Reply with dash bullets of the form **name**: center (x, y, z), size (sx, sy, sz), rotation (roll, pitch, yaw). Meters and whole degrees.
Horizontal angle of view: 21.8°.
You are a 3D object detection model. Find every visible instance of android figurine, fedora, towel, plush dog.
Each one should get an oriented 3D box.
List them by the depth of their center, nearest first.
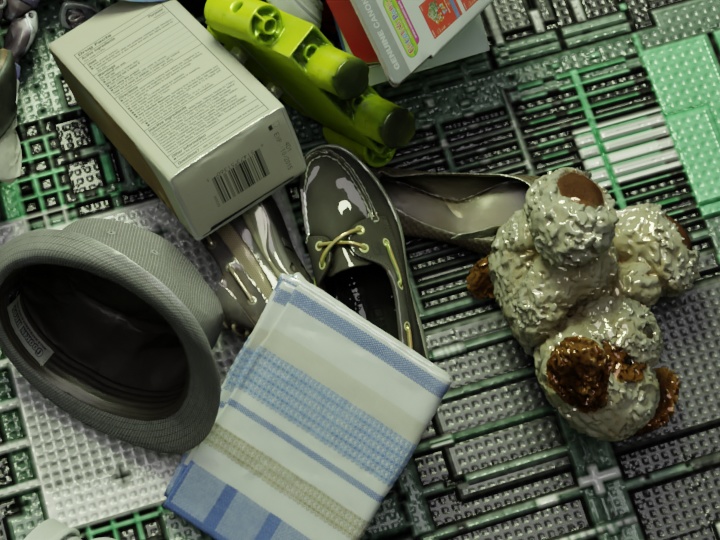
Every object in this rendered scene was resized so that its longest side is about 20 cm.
- **towel**: center (-0.040, 0.120, 1.344), size (0.146, 0.024, 0.201), rotation (31, 101, 8)
- **fedora**: center (-0.171, 0.032, 1.358), size (0.199, 0.177, 0.090), rotation (22, 42, 13)
- **plush dog**: center (0.161, 0.042, 1.360), size (0.160, 0.200, 0.172), rotation (-30, 63, 27)
- **android figurine**: center (-0.045, -0.148, 1.400), size (0.041, 0.182, 0.200), rotation (-53, 42, -7)

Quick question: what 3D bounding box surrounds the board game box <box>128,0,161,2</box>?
- **board game box**: center (-0.163, -0.307, 1.410), size (0.157, 0.039, 0.201), rotation (-24, 109, -5)

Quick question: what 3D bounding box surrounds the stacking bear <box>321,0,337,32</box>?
- **stacking bear**: center (-0.062, -0.283, 1.479), size (0.121, 0.114, 0.200), rotation (-41, 88, 16)

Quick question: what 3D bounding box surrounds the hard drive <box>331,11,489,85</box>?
- **hard drive**: center (0.021, -0.252, 1.446), size (0.132, 0.025, 0.201), rotation (-20, 97, -37)

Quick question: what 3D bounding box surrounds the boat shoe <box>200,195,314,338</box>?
- **boat shoe**: center (-0.073, 0.018, 1.402), size (0.073, 0.074, 0.201), rotation (-28, 72, 8)

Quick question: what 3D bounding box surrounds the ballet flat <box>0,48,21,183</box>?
- **ballet flat**: center (-0.297, -0.074, 1.393), size (0.068, 0.068, 0.200), rotation (32, 109, -24)

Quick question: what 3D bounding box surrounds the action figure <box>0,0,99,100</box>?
- **action figure**: center (-0.270, -0.199, 1.455), size (0.130, 0.069, 0.201), rotation (26, 80, -19)

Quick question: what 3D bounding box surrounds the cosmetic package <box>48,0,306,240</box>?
- **cosmetic package**: center (-0.138, -0.123, 1.398), size (0.105, 0.071, 0.200), rotation (-33, 49, -11)

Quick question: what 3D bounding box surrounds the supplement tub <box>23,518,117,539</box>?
- **supplement tub**: center (-0.159, 0.271, 1.266), size (0.199, 0.144, 0.145), rotation (30, 73, 8)

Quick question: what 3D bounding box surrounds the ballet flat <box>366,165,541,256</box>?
- **ballet flat**: center (0.077, -0.051, 1.435), size (0.199, 0.046, 0.068), rotation (7, 71, 1)

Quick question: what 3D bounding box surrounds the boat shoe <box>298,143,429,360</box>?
- **boat shoe**: center (0.000, 0.000, 1.382), size (0.071, 0.061, 0.202), rotation (-21, 86, 12)

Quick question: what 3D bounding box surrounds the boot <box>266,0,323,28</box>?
- **boot**: center (-0.067, -0.273, 1.377), size (0.095, 0.074, 0.200), rotation (-37, 109, 6)

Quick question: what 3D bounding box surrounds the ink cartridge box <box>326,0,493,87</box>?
- **ink cartridge box**: center (0.007, -0.256, 1.349), size (0.176, 0.084, 0.201), rotation (-45, 119, -34)
